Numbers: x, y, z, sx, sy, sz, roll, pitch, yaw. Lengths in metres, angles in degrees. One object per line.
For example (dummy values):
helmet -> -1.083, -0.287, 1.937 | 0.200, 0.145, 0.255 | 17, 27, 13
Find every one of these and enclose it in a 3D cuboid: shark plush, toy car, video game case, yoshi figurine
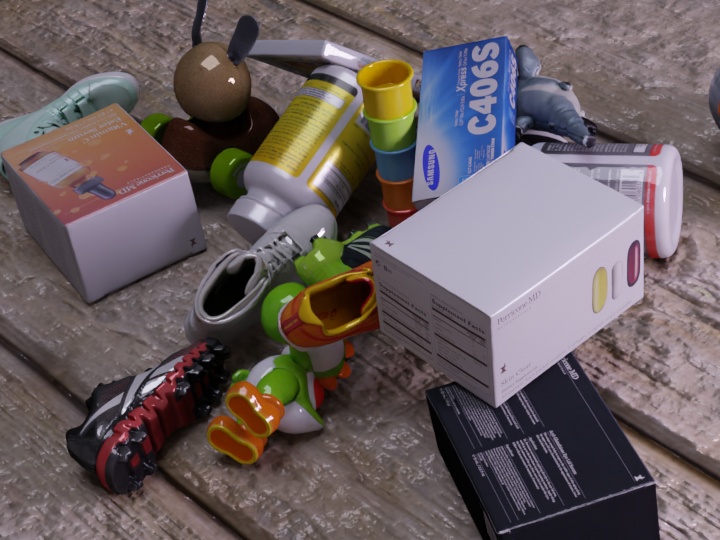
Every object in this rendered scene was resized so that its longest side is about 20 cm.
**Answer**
shark plush -> 0.188, -0.151, 1.799 | 0.083, 0.091, 0.200 | -28, 41, -14
toy car -> -0.154, -0.207, 1.962 | 0.164, 0.201, 0.157 | 26, 32, 38
video game case -> -0.013, -0.227, 1.979 | 0.181, 0.023, 0.200 | 16, -2, -30
yoshi figurine -> -0.082, 0.083, 1.653 | 0.112, 0.112, 0.200 | 3, 34, 30

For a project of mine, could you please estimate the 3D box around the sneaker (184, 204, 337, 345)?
sneaker -> -0.091, -0.003, 1.733 | 0.074, 0.116, 0.200 | 44, 73, 5

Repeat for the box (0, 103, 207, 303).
box -> -0.287, -0.079, 1.924 | 0.152, 0.107, 0.200 | -26, 38, -20

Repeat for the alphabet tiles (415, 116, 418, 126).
alphabet tiles -> 0.121, -0.171, 1.962 | 0.199, 0.006, 0.166 | -4, 14, 15

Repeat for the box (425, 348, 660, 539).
box -> 0.156, 0.168, 1.496 | 0.141, 0.079, 0.200 | -19, 36, -5

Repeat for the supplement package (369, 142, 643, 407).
supplement package -> 0.135, -0.001, 1.564 | 0.200, 0.111, 0.156 | -34, 46, -27

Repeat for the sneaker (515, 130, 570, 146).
sneaker -> 0.135, -0.100, 1.875 | 0.199, 0.070, 0.090 | 0, 40, 25

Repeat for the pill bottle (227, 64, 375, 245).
pill bottle -> -0.055, -0.114, 1.868 | 0.112, 0.113, 0.200 | 22, 70, 37

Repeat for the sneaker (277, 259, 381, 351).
sneaker -> 0.015, 0.024, 1.623 | 0.200, 0.073, 0.077 | -27, -3, -36

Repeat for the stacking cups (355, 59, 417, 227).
stacking cups -> 0.034, -0.121, 1.813 | 0.060, 0.201, 0.061 | -4, 37, 3

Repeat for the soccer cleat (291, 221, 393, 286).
soccer cleat -> 0.000, 0.000, 1.749 | 0.081, 0.068, 0.200 | 49, 23, 11

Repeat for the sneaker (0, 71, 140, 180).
sneaker -> -0.350, -0.165, 2.081 | 0.200, 0.074, 0.118 | -26, 31, -4

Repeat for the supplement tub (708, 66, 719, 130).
supplement tub -> 0.446, -0.144, 1.800 | 0.122, 0.123, 0.200 | -12, 36, -1

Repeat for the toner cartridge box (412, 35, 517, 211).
toner cartridge box -> 0.109, -0.145, 1.768 | 0.095, 0.043, 0.201 | -10, 53, 20

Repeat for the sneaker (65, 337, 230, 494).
sneaker -> -0.206, 0.126, 1.655 | 0.098, 0.071, 0.200 | 17, 46, 30

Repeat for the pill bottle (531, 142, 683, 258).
pill bottle -> 0.224, -0.074, 1.771 | 0.199, 0.116, 0.116 | 3, 38, 19
